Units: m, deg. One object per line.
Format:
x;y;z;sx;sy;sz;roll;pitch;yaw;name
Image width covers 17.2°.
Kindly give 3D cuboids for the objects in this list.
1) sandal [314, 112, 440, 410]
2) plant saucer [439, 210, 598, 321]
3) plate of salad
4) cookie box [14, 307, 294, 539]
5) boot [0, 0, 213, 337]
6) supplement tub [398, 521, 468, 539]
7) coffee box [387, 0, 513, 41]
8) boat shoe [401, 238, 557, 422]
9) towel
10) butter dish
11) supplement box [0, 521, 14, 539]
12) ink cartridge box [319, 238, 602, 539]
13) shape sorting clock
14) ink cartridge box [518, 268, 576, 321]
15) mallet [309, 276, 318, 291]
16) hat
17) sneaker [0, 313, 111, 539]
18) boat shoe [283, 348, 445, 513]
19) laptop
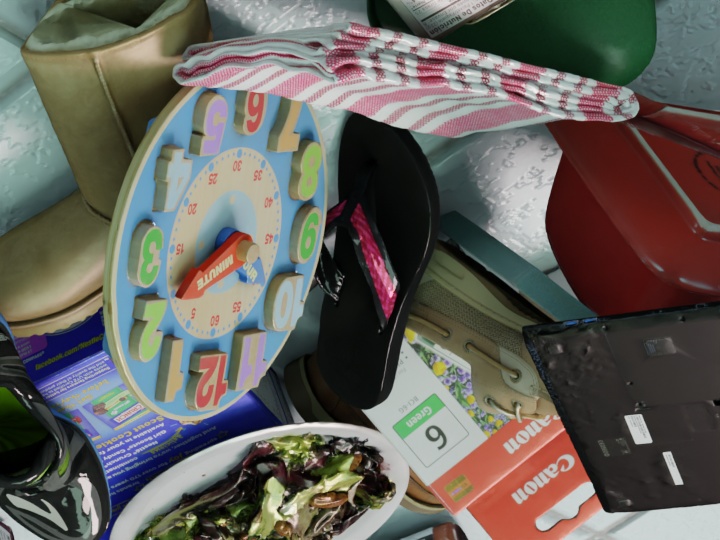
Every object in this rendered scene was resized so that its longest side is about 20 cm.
0.000;0.000;1.393;0.045;0.075;0.200;-21;131;-40;sandal
0.093;0.002;1.391;0.070;0.200;0.019;36;93;-16;plant saucer
-0.061;0.163;1.522;0.200;0.048;0.200;-13;145;-10;plate of salad
-0.154;0.083;1.474;0.171;0.075;0.200;-25;144;9;cookie box
-0.154;-0.064;1.292;0.175;0.066;0.200;-26;147;-11;boot
-0.002;0.268;1.770;0.200;0.107;0.107;-21;145;4;supplement tub
0.005;-0.211;1.117;0.080;0.114;0.200;-30;145;12;coffee box
0.097;0.058;1.395;0.065;0.200;0.071;-54;146;5;boat shoe
0.023;-0.091;1.223;0.200;0.030;0.146;9;175;-36;towel
0.189;0.000;1.394;0.199;0.200;0.148;6;125;-30;butter dish
-0.319;0.195;1.528;0.131;0.103;0.200;-27;143;11;supplement box
0.078;0.091;1.494;0.109;0.050;0.200;-39;97;7;ink cartridge box
-0.073;-0.015;1.289;0.200;0.039;0.200;-38;138;-45;shape sorting clock
0.225;0.038;1.588;0.200;0.075;0.165;-23;143;7;ink cartridge box
-0.076;0.005;1.370;0.066;0.041;0.200;-33;171;14;mallet
0.121;-0.103;1.258;0.200;0.176;0.166;-16;145;-3;hat
-0.197;0.102;1.348;0.071;0.083;0.200;-20;138;3;sneaker
0.032;0.104;1.592;0.068;0.072;0.200;-31;144;18;boat shoe
0.208;0.036;1.287;0.200;0.103;0.177;-8;139;19;laptop
